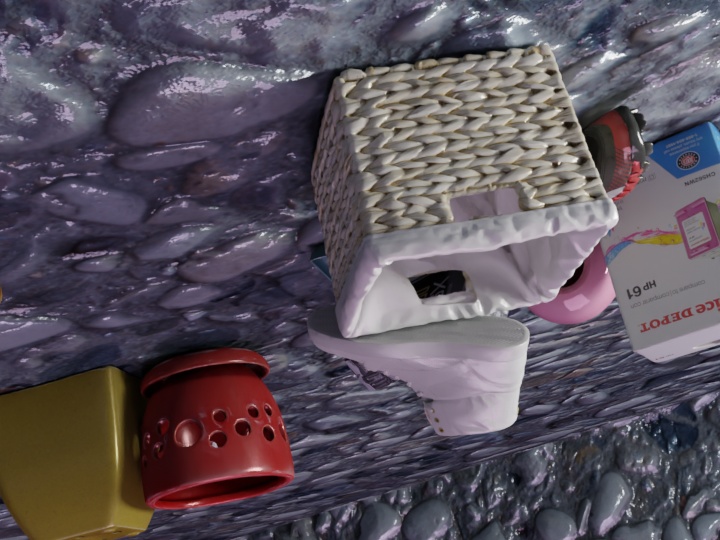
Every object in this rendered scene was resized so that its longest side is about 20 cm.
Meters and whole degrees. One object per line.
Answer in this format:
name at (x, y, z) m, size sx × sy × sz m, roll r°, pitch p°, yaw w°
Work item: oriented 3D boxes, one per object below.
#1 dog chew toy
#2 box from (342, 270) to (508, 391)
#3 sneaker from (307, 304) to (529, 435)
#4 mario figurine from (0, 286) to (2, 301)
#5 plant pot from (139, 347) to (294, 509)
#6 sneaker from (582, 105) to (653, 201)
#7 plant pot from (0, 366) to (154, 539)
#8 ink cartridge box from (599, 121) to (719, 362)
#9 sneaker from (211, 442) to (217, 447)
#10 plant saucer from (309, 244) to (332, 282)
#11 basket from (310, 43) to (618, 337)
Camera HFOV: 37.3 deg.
dog chew toy at (0.247, 0.002, 1.244) m, size 0.124 × 0.125 × 0.200 m, roll -19°, pitch 169°, yaw 17°
box at (0.080, 0.018, 1.072) m, size 0.157 × 0.200 × 0.050 m, roll -25°, pitch 115°, yaw 32°
sneaker at (0.048, 0.096, 0.963) m, size 0.198 × 0.074 × 0.116 m, roll 7°, pitch 121°, yaw 12°
mario figurine at (-0.311, -0.051, 0.712) m, size 0.123 × 0.107 × 0.200 m, roll -1°, pitch 145°, yaw 25°
plant pot at (-0.200, 0.209, 1.421) m, size 0.199 × 0.184 × 0.201 m, roll -12°, pitch 162°, yaw -4°
sneaker at (0.200, -0.088, 1.009) m, size 0.097 × 0.071 × 0.201 m, roll -10°, pitch 163°, yaw -17°
plant pot at (-0.373, 0.265, 1.439) m, size 0.194 × 0.201 × 0.194 m, roll -16°, pitch 161°, yaw 6°
ink cartridge box at (0.325, -0.025, 1.077) m, size 0.144 × 0.201 × 0.084 m, roll -22°, pitch 160°, yaw 25°
sneaker at (-0.233, 0.260, 1.674) m, size 0.199 × 0.105 × 0.075 m, roll 3°, pitch 158°, yaw -37°
plant saucer at (0.000, 0.000, 1.214) m, size 0.069 × 0.019 × 0.200 m, roll -17°, pitch 162°, yaw 9°
basket at (0.070, -0.057, 0.869) m, size 0.197 × 0.162 × 0.200 m, roll -9°, pitch 161°, yaw -11°
